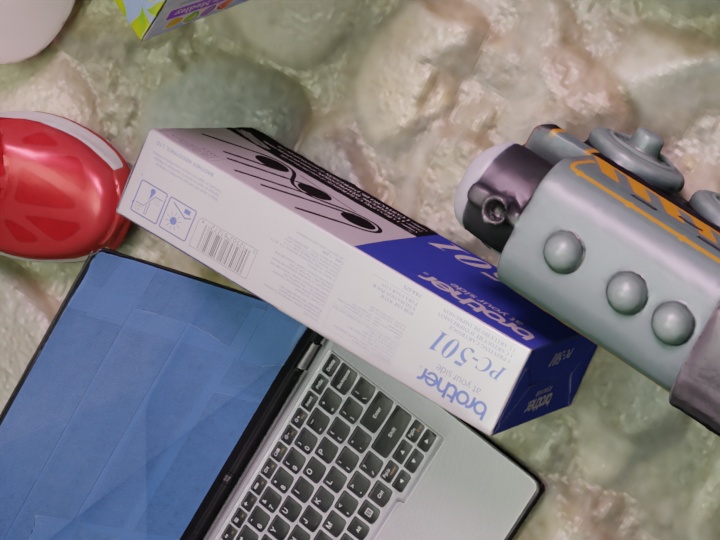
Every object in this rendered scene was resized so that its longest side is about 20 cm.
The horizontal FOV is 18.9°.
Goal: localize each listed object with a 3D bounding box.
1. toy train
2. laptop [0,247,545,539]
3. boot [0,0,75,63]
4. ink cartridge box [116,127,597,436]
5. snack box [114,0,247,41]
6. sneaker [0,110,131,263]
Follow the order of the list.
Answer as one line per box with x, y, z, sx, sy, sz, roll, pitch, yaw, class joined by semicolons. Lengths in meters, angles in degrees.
0.129;0.007;0.874;0.200;0.114;0.085;36;107;21;toy train
-0.060;0.118;0.975;0.200;0.116;0.188;37;109;18;laptop
-0.171;-0.206;1.036;0.072;0.090;0.201;-2;120;-16;boot
0.000;0.000;0.949;0.200;0.094;0.044;31;106;21;ink cartridge box
-0.071;-0.215;0.922;0.200;0.168;0.068;56;144;12;snack box
-0.214;-0.047;1.034;0.199;0.115;0.079;14;100;24;sneaker
